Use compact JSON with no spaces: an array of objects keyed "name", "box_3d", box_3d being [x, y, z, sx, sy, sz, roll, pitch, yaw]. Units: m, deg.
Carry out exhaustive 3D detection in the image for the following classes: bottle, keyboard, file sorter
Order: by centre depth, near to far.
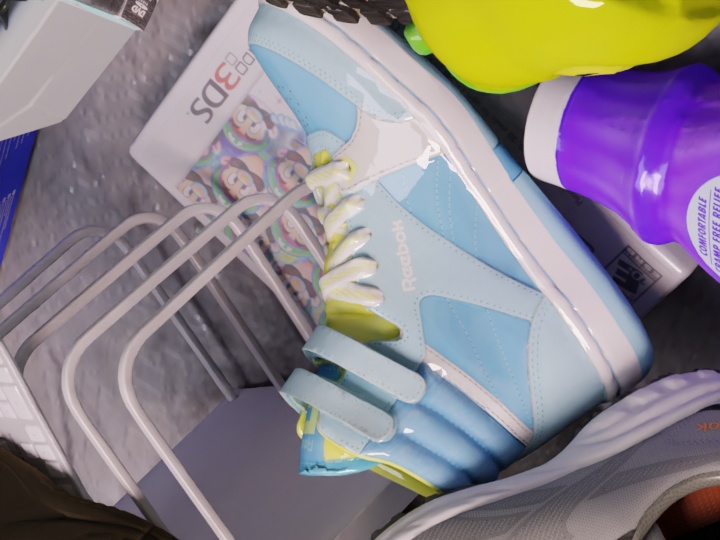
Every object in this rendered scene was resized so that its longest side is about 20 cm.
[{"name":"bottle","box_3d":[0.153,-0.027,0.957,0.200,0.065,0.084,20,135,27]},{"name":"keyboard","box_3d":[-0.113,0.108,1.098,0.056,0.011,0.200,6,129,51]},{"name":"file sorter","box_3d":[-0.071,0.051,1.123,0.200,0.139,0.125,-8,121,57]}]

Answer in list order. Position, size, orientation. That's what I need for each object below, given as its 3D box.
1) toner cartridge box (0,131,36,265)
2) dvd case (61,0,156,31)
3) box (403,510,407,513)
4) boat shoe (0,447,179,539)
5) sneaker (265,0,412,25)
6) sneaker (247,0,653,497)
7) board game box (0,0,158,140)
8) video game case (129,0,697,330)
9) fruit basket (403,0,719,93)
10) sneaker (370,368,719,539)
[{"name":"toner cartridge box","box_3d":[-0.191,-0.030,1.222,0.043,0.095,0.200,35,139,11]},{"name":"dvd case","box_3d":[-0.094,-0.196,0.946,0.146,0.200,0.022,24,178,24]},{"name":"box","box_3d":[0.042,0.178,1.187,0.032,0.121,0.200,-39,96,19]},{"name":"boat shoe","box_3d":[-0.112,0.128,1.055,0.201,0.072,0.066,30,148,27]},{"name":"sneaker","box_3d":[0.024,-0.132,0.947,0.200,0.089,0.079,3,173,8]},{"name":"sneaker","box_3d":[0.000,0.000,1.011,0.200,0.131,0.080,49,171,-2]},{"name":"board game box","box_3d":[-0.154,-0.167,1.052,0.200,0.064,0.148,61,142,12]},{"name":"video game case","box_3d":[0.016,-0.029,1.103,0.200,0.024,0.182,43,140,1]},{"name":"fruit basket","box_3d":[0.099,-0.118,0.816,0.155,0.216,0.216,29,138,17]},{"name":"sneaker","box_3d":[0.067,0.109,0.976,0.074,0.200,0.079,56,180,-28]}]
